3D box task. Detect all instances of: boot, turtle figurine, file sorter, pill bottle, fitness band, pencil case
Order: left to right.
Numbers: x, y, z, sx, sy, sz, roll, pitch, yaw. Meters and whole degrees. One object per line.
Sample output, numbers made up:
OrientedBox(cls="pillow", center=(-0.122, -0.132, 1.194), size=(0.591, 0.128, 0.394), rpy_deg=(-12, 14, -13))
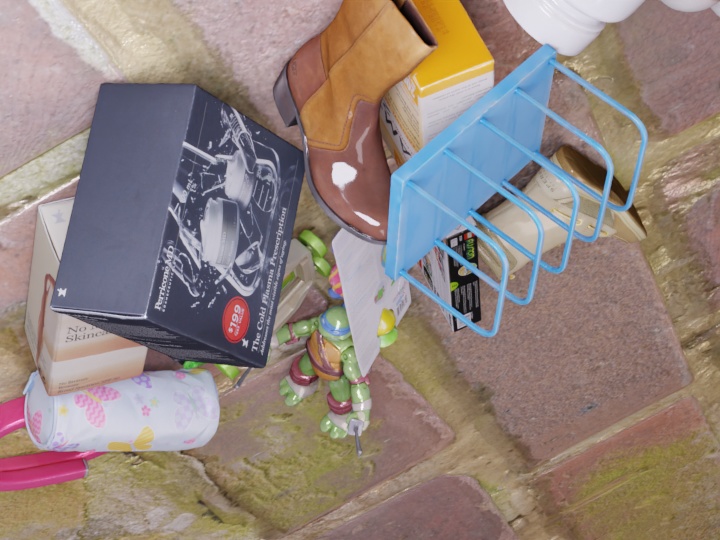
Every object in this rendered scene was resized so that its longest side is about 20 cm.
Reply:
OrientedBox(cls="fitness band", center=(-0.330, 0.179, 1.902), size=(0.200, 0.037, 0.144), rpy_deg=(-8, 146, -32))
OrientedBox(cls="pencil case", center=(-0.244, 0.140, 1.835), size=(0.200, 0.091, 0.083), rpy_deg=(1, 151, -33))
OrientedBox(cls="turtle figurine", center=(-0.058, 0.129, 1.929), size=(0.143, 0.201, 0.194), rpy_deg=(6, 154, 1))
OrientedBox(cls="boot", center=(0.019, -0.140, 1.483), size=(0.068, 0.189, 0.200), rpy_deg=(-11, 160, -34))
OrientedBox(cls="file sorter", center=(0.132, -0.063, 1.509), size=(0.200, 0.123, 0.139), rpy_deg=(-41, 155, -26))
OrientedBox(cls="boot", center=(0.213, -0.046, 1.936), size=(0.155, 0.073, 0.200), rpy_deg=(-38, 148, 19))
OrientedBox(cls="pill bottle", center=(0.216, -0.283, 1.507), size=(0.113, 0.114, 0.200), rpy_deg=(6, 139, -44))

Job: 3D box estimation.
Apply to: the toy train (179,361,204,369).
OrientedBox(cls="toy train", center=(-0.139, 0.032, 1.815), size=(0.056, 0.042, 0.200), rpy_deg=(-16, 151, -38))

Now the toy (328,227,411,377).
OrientedBox(cls="toy", center=(0.000, 0.000, 1.811), size=(0.115, 0.047, 0.200), rpy_deg=(-56, 146, -35))

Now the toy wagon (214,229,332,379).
OrientedBox(cls="toy wagon", center=(-0.096, 0.026, 1.765), size=(0.155, 0.040, 0.200), rpy_deg=(-48, 166, -11))

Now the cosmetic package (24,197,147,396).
OrientedBox(cls="cosmetic package", center=(-0.248, 0.022, 1.656), size=(0.103, 0.087, 0.200), rpy_deg=(-13, 148, -21))

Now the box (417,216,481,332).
OrientedBox(cls="box", center=(0.084, -0.031, 1.818), size=(0.035, 0.110, 0.200), rpy_deg=(-23, 152, -7))

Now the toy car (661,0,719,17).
OrientedBox(cls="toy car", center=(0.373, -0.279, 1.604), size=(0.200, 0.150, 0.175), rpy_deg=(5, 139, -43))

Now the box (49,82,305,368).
OrientedBox(cls="box", center=(-0.149, -0.035, 1.511), size=(0.104, 0.201, 0.182), rpy_deg=(4, 167, 32))

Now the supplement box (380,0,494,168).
OrientedBox(cls="supplement box", center=(0.060, -0.158, 1.573), size=(0.073, 0.126, 0.200), rpy_deg=(-22, 150, -9))
